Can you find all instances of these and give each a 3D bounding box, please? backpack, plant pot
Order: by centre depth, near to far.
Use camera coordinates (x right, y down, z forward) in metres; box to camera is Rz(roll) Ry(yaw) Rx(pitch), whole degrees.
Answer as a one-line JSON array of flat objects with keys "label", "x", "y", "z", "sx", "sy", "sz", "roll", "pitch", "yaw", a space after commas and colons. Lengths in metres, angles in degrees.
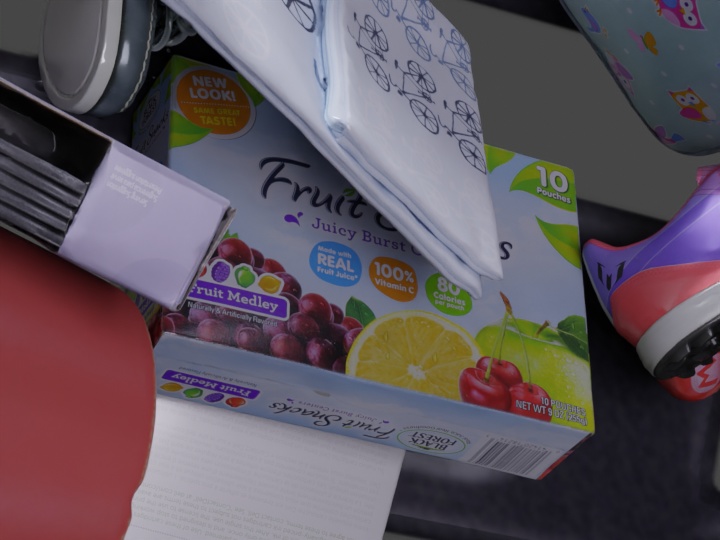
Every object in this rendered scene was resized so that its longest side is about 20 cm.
[{"label": "plant pot", "x": -0.187, "y": 0.053, "z": 0.873, "sx": 0.177, "sy": 0.200, "sz": 0.201, "roll": 17, "pitch": 83, "yaw": -31}, {"label": "backpack", "x": 0.172, "y": -0.158, "z": 1.028, "sx": 0.153, "sy": 0.176, "sz": 0.200, "roll": -35, "pitch": 98, "yaw": -23}]

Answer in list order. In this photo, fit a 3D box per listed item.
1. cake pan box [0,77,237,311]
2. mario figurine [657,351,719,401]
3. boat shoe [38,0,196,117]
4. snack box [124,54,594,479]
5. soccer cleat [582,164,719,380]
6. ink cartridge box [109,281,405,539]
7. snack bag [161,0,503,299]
[{"label": "cake pan box", "x": -0.156, "y": -0.055, "z": 0.873, "sx": 0.184, "sy": 0.200, "sz": 0.052, "roll": 27, "pitch": 88, "yaw": -21}, {"label": "mario figurine", "x": 0.222, "y": 0.004, "z": 1.080, "sx": 0.200, "sy": 0.106, "sz": 0.124, "roll": -31, "pitch": 85, "yaw": -24}, {"label": "boat shoe", "x": -0.088, "y": -0.124, "z": 0.921, "sx": 0.062, "sy": 0.200, "sz": 0.073, "roll": 23, "pitch": 122, "yaw": -21}, {"label": "snack box", "x": 0.000, "y": 0.000, "z": 0.987, "sx": 0.199, "sy": 0.053, "sz": 0.143, "roll": 14, "pitch": 53, "yaw": -22}, {"label": "soccer cleat", "x": 0.192, "y": -0.034, "z": 1.009, "sx": 0.200, "sy": 0.068, "sz": 0.073, "roll": -35, "pitch": 71, "yaw": -4}, {"label": "ink cartridge box", "x": -0.064, "y": 0.119, "z": 0.991, "sx": 0.145, "sy": 0.048, "sz": 0.201, "roll": 17, "pitch": 83, "yaw": -22}, {"label": "snack bag", "x": -0.013, "y": -0.105, "z": 0.947, "sx": 0.021, "sy": 0.189, "sz": 0.200, "roll": -35, "pitch": 120, "yaw": 22}]
